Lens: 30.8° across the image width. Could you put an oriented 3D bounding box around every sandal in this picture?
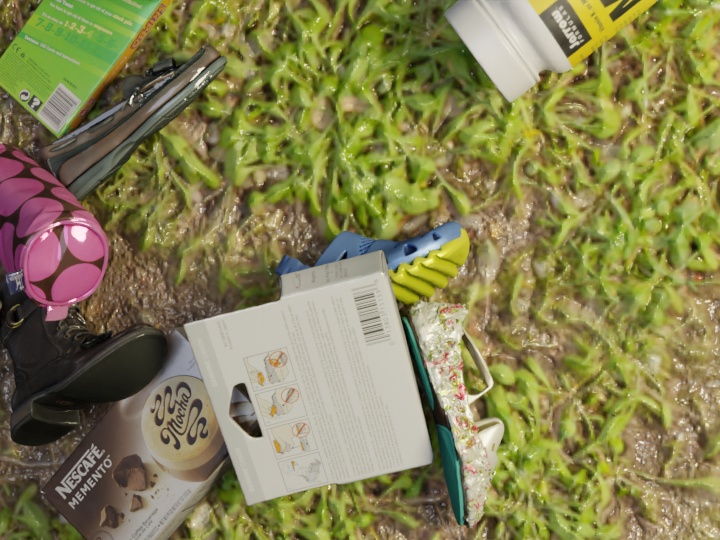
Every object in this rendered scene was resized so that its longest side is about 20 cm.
[{"bbox_3d":[0.000,0.000,1.153,0.198,0.080,0.088,-24,67,6],"label":"sandal"}]

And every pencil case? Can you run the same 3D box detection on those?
[{"bbox_3d":[-0.298,-0.039,1.165,0.090,0.200,0.095,-8,119,-29],"label":"pencil case"}]

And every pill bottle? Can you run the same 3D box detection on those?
[{"bbox_3d":[0.175,-0.239,1.090,0.199,0.114,0.115,-38,84,10],"label":"pill bottle"}]

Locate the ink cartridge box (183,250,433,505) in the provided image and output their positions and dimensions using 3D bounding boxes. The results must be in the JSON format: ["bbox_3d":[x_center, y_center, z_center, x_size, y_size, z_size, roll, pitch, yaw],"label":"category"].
[{"bbox_3d":[-0.040,0.096,1.120,0.171,0.044,0.202,-13,119,4],"label":"ink cartridge box"}]

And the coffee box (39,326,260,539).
[{"bbox_3d":[-0.180,0.161,1.189,0.113,0.080,0.200,43,98,7],"label":"coffee box"}]

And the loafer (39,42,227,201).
[{"bbox_3d":[-0.210,-0.145,1.190,0.199,0.072,0.063,-40,95,12],"label":"loafer"}]

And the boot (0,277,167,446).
[{"bbox_3d":[-0.265,0.044,1.175,0.199,0.069,0.176,-31,56,24],"label":"boot"}]

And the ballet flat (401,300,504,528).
[{"bbox_3d":[0.090,0.121,1.139,0.063,0.076,0.203,-15,91,-7],"label":"ballet flat"}]

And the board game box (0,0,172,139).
[{"bbox_3d":[-0.253,-0.231,1.223,0.095,0.030,0.201,40,101,8],"label":"board game box"}]
